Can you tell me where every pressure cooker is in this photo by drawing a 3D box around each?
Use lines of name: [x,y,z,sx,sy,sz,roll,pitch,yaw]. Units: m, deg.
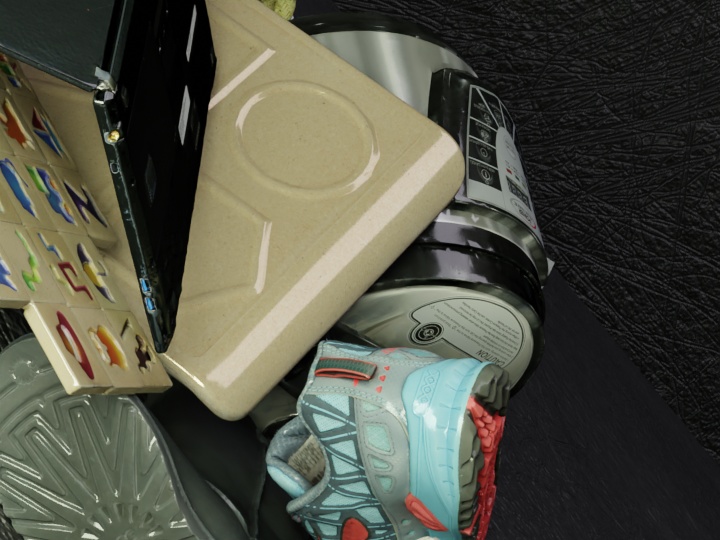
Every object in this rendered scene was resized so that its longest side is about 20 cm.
pressure cooker: [-0.002,0.002,1.059,0.179,0.175,0.201,109,-26,-52]

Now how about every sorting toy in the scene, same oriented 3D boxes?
sorting toy: [-0.079,-0.048,0.945,0.200,0.185,0.037,38,-36,8]

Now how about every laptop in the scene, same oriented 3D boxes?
laptop: [-0.125,-0.098,0.829,0.178,0.103,0.201,-85,170,-45]

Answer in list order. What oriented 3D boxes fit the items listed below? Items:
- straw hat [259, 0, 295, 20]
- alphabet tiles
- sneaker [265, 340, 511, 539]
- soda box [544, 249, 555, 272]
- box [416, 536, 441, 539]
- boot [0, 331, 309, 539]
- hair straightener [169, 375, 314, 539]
straw hat: [-0.079,-0.141,1.075,0.085,0.200,0.201,68,12,10]
alphabet tiles: [-0.134,-0.042,0.801,0.201,0.008,0.167,60,10,9]
sneaker: [0.009,0.088,0.936,0.095,0.080,0.200,17,-35,9]
soda box: [0.013,0.004,1.297,0.199,0.071,0.063,-1,-37,47]
box: [0.038,0.209,0.831,0.082,0.068,0.201,49,20,-64]
boot: [-0.081,0.076,0.905,0.165,0.065,0.200,59,11,-10]
hair straightener: [-0.033,0.116,1.114,0.200,0.041,0.077,54,39,-6]
